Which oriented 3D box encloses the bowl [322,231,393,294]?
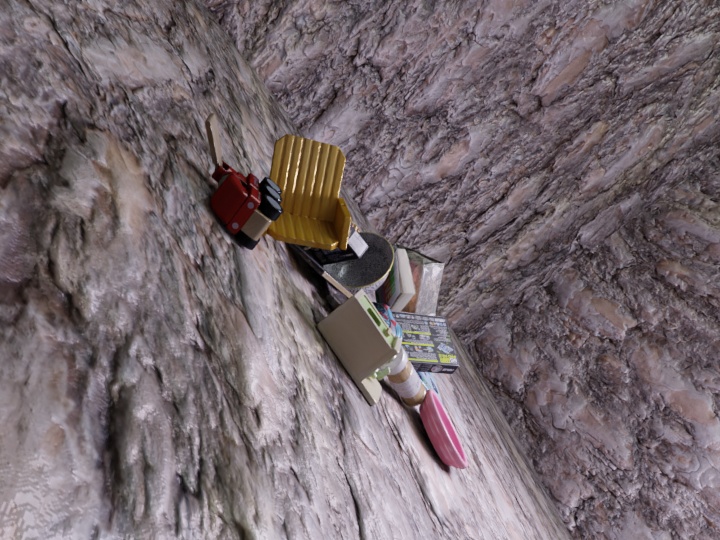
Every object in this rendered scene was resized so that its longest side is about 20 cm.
[{"bbox_3d":[0.000,0.000,1.684,0.096,0.195,0.203,77,-12,-47],"label":"bowl"}]

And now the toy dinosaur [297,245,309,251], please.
[{"bbox_3d":[-0.145,-0.091,1.472,0.200,0.086,0.049,41,39,-55],"label":"toy dinosaur"}]

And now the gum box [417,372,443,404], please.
[{"bbox_3d":[0.167,0.309,1.785,0.171,0.044,0.201,53,9,-15],"label":"gum box"}]

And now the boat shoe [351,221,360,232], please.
[{"bbox_3d":[-0.009,-0.055,1.802,0.069,0.070,0.204,17,-44,58],"label":"boat shoe"}]

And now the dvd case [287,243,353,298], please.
[{"bbox_3d":[-0.084,0.010,1.500,0.148,0.016,0.200,40,-1,37],"label":"dvd case"}]

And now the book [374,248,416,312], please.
[{"bbox_3d":[0.091,0.049,1.743,0.201,0.046,0.137,120,-32,-55],"label":"book"}]

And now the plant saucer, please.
[{"bbox_3d":[0.199,0.396,1.528,0.204,0.050,0.201,61,8,-14],"label":"plant saucer"}]

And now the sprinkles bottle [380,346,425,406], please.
[{"bbox_3d":[0.098,0.246,1.448,0.069,0.067,0.202,60,0,42],"label":"sprinkles bottle"}]

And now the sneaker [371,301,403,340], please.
[{"bbox_3d":[0.041,0.129,1.649,0.094,0.081,0.200,27,9,-30],"label":"sneaker"}]

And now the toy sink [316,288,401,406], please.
[{"bbox_3d":[0.016,0.154,1.294,0.203,0.111,0.130,55,9,1],"label":"toy sink"}]

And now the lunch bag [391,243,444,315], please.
[{"bbox_3d":[0.137,0.027,1.840,0.115,0.170,0.198,-4,20,-40],"label":"lunch bag"}]

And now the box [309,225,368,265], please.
[{"bbox_3d":[-0.100,-0.108,1.552,0.200,0.050,0.198,52,-28,-18],"label":"box"}]

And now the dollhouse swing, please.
[{"bbox_3d":[-0.113,-0.174,1.349,0.194,0.180,0.183,10,25,-17],"label":"dollhouse swing"}]

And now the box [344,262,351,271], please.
[{"bbox_3d":[-0.045,-0.009,1.824,0.202,0.048,0.158,55,7,1],"label":"box"}]

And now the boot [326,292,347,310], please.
[{"bbox_3d":[-0.004,0.125,1.472,0.175,0.069,0.200,49,0,16],"label":"boot"}]

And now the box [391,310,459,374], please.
[{"bbox_3d":[0.163,0.198,1.707,0.194,0.045,0.164,8,49,-23],"label":"box"}]

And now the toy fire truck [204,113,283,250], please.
[{"bbox_3d":[-0.238,-0.169,1.155,0.198,0.129,0.177,38,14,-21],"label":"toy fire truck"}]
